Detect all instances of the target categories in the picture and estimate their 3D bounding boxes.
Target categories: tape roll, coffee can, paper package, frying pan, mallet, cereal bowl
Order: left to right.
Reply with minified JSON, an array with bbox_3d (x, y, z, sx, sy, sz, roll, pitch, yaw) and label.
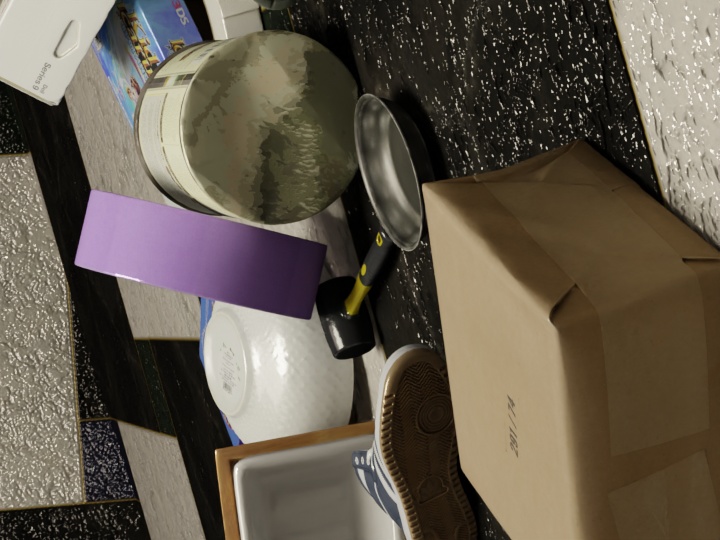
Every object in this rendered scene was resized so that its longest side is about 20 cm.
[{"bbox_3d":[-0.130,-0.013,1.665,0.200,0.199,0.066,-169,92,-74],"label":"tape roll"},{"bbox_3d":[-0.130,-0.227,1.853,0.203,0.037,0.204,164,90,-76],"label":"tape roll"},{"bbox_3d":[-0.092,-0.112,1.612,0.200,0.146,0.147,-166,60,-73],"label":"coffee can"},{"bbox_3d":[-0.085,0.078,1.831,0.200,0.083,0.201,19,112,60],"label":"cereal bowl"},{"bbox_3d":[0.000,0.000,1.627,0.200,0.041,0.066,108,145,-58],"label":"mallet"},{"bbox_3d":[0.038,-0.064,1.409,0.190,0.031,0.116,-153,48,-66],"label":"frying pan"},{"bbox_3d":[0.120,0.059,1.099,0.191,0.103,0.201,-131,27,-58],"label":"paper package"}]

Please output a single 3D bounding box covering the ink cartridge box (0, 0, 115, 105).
[{"bbox_3d":[-0.268,-0.269,1.860,0.146,0.087,0.201,-55,18,33],"label":"ink cartridge box"}]

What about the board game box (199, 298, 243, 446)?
[{"bbox_3d":[-0.130,0.094,2.184,0.200,0.045,0.135,100,150,-60],"label":"board game box"}]

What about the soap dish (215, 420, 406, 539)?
[{"bbox_3d":[-0.039,0.230,1.726,0.081,0.156,0.201,-149,51,-71],"label":"soap dish"}]

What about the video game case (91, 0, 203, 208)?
[{"bbox_3d":[-0.176,-0.161,1.875,0.201,0.045,0.181,64,158,2],"label":"video game case"}]

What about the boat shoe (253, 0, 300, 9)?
[{"bbox_3d":[-0.106,-0.282,1.530,0.202,0.074,0.065,45,-165,-38],"label":"boat shoe"}]

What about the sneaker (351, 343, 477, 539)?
[{"bbox_3d":[0.033,0.126,1.560,0.109,0.070,0.201,-131,25,-54],"label":"sneaker"}]

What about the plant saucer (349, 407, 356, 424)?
[{"bbox_3d":[-0.046,0.134,1.934,0.200,0.035,0.201,164,90,-75],"label":"plant saucer"}]
